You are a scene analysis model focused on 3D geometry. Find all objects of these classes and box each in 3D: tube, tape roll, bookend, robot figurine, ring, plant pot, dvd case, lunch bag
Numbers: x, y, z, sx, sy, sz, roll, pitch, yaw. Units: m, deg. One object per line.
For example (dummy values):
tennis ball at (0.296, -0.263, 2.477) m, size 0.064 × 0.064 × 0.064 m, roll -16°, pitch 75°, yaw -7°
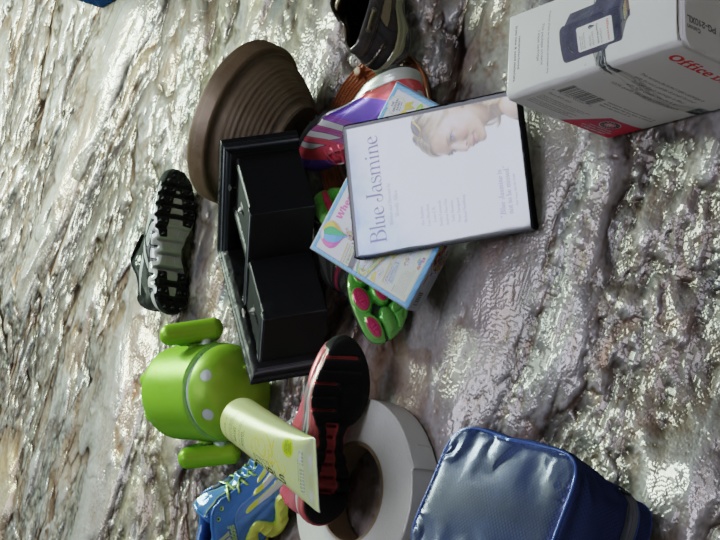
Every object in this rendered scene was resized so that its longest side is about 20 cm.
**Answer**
tube at (-0.088, 0.182, 1.517) m, size 0.052 × 0.058 × 0.200 m, roll -50°, pitch 29°, yaw -10°
tape roll at (0.004, 0.238, 1.553) m, size 0.202 × 0.037 × 0.205 m, roll -21°, pitch 63°, yaw 48°
bookend at (-0.098, -0.013, 1.646) m, size 0.200 × 0.091 × 0.201 m, roll 100°, pitch 157°, yaw -53°
robot figurine at (-0.187, 0.147, 1.760) m, size 0.199 × 0.115 × 0.178 m, roll -5°, pitch 92°, yaw 50°
ring at (0.011, -0.158, 1.681) m, size 0.199 × 0.019 × 0.203 m, roll -20°, pitch 64°, yaw 47°
plant pot at (-0.111, -0.164, 1.727) m, size 0.092 × 0.200 × 0.203 m, roll 23°, pitch 98°, yaw 24°
dvd case at (0.078, -0.096, 1.487) m, size 0.198 × 0.018 × 0.144 m, roll -10°, pitch 82°, yaw 24°
lunch bag at (0.160, 0.232, 1.279) m, size 0.199 × 0.132 × 0.137 m, roll 12°, pitch 73°, yaw 54°

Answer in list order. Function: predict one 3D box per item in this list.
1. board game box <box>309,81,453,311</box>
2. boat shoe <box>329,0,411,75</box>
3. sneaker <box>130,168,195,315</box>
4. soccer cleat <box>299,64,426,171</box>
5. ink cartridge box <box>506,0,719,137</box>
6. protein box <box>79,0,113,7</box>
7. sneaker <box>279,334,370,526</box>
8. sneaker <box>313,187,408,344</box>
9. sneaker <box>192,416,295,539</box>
board game box at (0.050, -0.078, 1.528) m, size 0.134 × 0.034 × 0.201 m, roll 32°, pitch 98°, yaw 23°
boat shoe at (0.008, -0.311, 1.675) m, size 0.075 × 0.073 × 0.201 m, roll -45°, pitch 38°, yaw 31°
sneaker at (-0.274, -0.037, 1.970) m, size 0.090 × 0.066 × 0.202 m, roll -9°, pitch 74°, yaw 48°
soccer cleat at (-0.001, -0.152, 1.628) m, size 0.199 × 0.068 × 0.074 m, roll -33°, pitch 59°, yaw 39°
ink cartridge box at (0.249, -0.192, 1.280) m, size 0.199 × 0.144 × 0.085 m, roll -12°, pitch 70°, yaw 50°
protein box at (-0.399, -0.542, 2.231) m, size 0.198 × 0.134 × 0.202 m, roll -13°, pitch 69°, yaw 50°
sneaker at (-0.051, 0.165, 1.556) m, size 0.086 × 0.073 × 0.202 m, roll 7°, pitch 85°, yaw 54°
sneaker at (0.000, 0.000, 1.618) m, size 0.084 × 0.076 × 0.201 m, roll 103°, pitch 152°, yaw -53°
sneaker at (-0.126, 0.255, 1.657) m, size 0.076 × 0.104 × 0.202 m, roll 38°, pitch 109°, yaw 50°
